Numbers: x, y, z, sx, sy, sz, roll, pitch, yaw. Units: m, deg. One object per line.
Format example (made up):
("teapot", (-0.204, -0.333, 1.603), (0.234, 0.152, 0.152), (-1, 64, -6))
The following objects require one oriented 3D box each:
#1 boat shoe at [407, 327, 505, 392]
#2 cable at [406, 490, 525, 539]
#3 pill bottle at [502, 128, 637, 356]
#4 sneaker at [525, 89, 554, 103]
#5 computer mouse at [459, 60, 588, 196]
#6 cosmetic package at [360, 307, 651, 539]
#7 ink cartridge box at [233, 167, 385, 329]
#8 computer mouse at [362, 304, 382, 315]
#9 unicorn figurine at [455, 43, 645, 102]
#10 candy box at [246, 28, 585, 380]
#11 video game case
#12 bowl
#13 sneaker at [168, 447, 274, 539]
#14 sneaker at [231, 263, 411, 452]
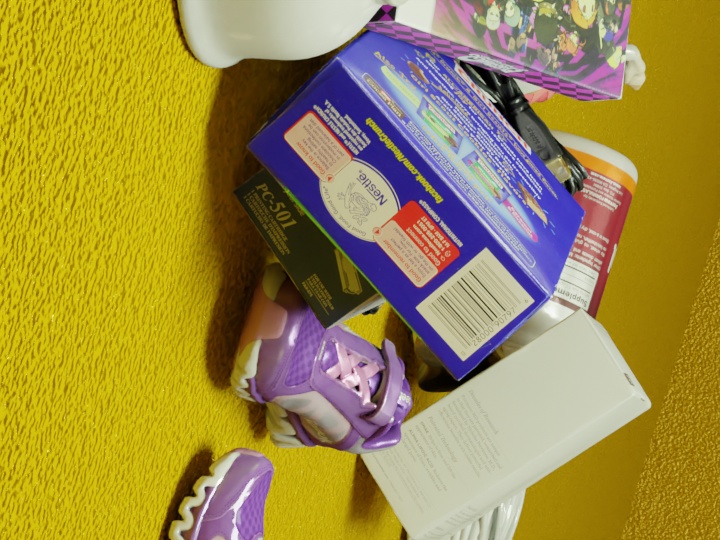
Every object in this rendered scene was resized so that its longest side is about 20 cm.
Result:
("boat shoe", (0.072, 0.045, 1.750), (0.200, 0.074, 0.067), (80, 3, -73))
("cable", (0.094, 0.197, 1.998), (0.200, 0.069, 0.201), (-42, 145, -66))
("pill bottle", (0.145, -0.005, 1.888), (0.113, 0.113, 0.200), (49, 58, -73))
("sneaker", (0.084, -0.133, 1.653), (0.087, 0.074, 0.200), (-62, 163, 6))
("computer mouse", (0.063, -0.069, 1.451), (0.044, 0.110, 0.200), (-43, -174, -32))
("cosmetic package", (0.110, 0.118, 1.733), (0.200, 0.081, 0.113), (-35, 166, 5))
("ink cartridge box", (0.000, -0.028, 1.348), (0.044, 0.094, 0.200), (-35, 177, 18))
("computer mouse", (0.000, 0.000, 1.505), (0.200, 0.034, 0.059), (38, 67, -75))
("unicorn figurine", (0.114, -0.143, 1.459), (0.200, 0.074, 0.137), (-46, 145, 16))
("candy box", (0.037, -0.049, 1.279), (0.077, 0.169, 0.200), (-41, -177, 19))
("video game case", (0.085, -0.203, 1.309), (0.200, 0.036, 0.182), (14, 81, -45))
("bowl", (-0.012, -0.188, 1.154), (0.201, 0.090, 0.202), (15, 90, -75))
("sneaker", (-0.075, 0.203, 1.327), (0.080, 0.088, 0.201), (37, 68, -73))
("sneaker", (-0.016, 0.059, 1.367), (0.200, 0.088, 0.081), (63, 46, -68))
